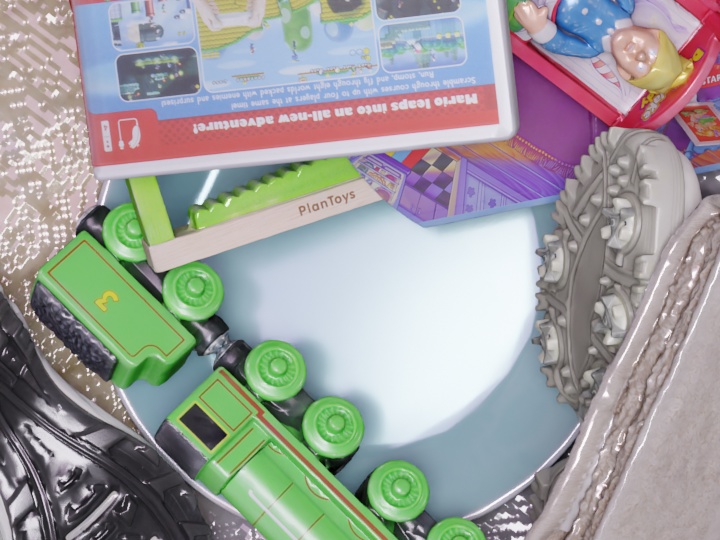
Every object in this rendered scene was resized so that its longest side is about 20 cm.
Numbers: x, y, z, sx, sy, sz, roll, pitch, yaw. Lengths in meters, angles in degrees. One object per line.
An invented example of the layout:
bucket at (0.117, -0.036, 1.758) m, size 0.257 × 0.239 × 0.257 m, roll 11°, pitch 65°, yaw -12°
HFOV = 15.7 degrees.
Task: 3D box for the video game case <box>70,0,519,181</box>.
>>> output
video game case at (-0.029, -0.135, 0.839) m, size 0.142 × 0.017 × 0.201 m, roll -5°, pitch 97°, yaw 10°

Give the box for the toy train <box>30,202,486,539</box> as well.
toy train at (-0.037, 0.057, 0.919) m, size 0.200 × 0.042 × 0.056 m, roll 44°, pitch 66°, yaw 6°

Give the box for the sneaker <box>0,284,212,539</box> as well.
sneaker at (-0.122, 0.069, 0.950) m, size 0.074 × 0.079 × 0.200 m, roll -39°, pitch 101°, yaw -14°

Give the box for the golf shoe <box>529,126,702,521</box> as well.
golf shoe at (0.113, 0.040, 0.902) m, size 0.097 × 0.078 × 0.201 m, roll -8°, pitch 119°, yaw -16°

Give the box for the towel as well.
towel at (0.122, 0.083, 0.864) m, size 0.132 × 0.034 × 0.201 m, roll 20°, pitch 97°, yaw -36°

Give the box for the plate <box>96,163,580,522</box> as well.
plate at (0.000, 0.000, 0.956) m, size 0.199 × 0.026 × 0.201 m, roll 0°, pitch 88°, yaw 6°

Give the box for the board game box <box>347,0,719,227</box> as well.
board game box at (0.083, -0.089, 0.872) m, size 0.199 × 0.039 × 0.159 m, roll -11°, pitch 118°, yaw -11°

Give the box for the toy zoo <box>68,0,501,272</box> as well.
toy zoo at (-0.038, -0.114, 0.889) m, size 0.131 × 0.020 × 0.201 m, roll -19°, pitch 103°, yaw -10°
